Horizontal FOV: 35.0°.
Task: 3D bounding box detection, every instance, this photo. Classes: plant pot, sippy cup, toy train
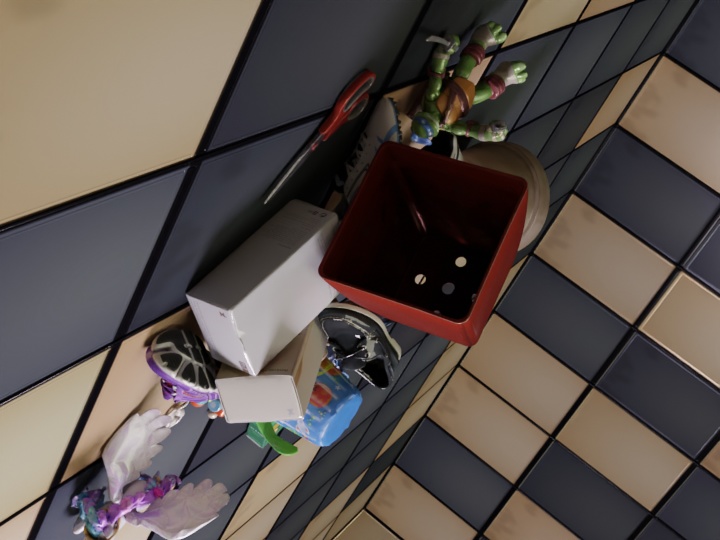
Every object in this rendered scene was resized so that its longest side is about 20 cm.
[{"bbox_3d":[0.193,-0.126,1.927,0.173,0.200,0.200,0,128,-54],"label":"plant pot"},{"bbox_3d":[-0.074,0.177,1.618,0.140,0.130,0.178,-44,158,-28],"label":"sippy cup"},{"bbox_3d":[0.094,-0.013,1.430,0.200,0.200,0.176,-63,156,-18],"label":"plant pot"},{"bbox_3d":[-0.194,0.179,1.633,0.150,0.056,0.200,-57,166,16],"label":"toy train"}]

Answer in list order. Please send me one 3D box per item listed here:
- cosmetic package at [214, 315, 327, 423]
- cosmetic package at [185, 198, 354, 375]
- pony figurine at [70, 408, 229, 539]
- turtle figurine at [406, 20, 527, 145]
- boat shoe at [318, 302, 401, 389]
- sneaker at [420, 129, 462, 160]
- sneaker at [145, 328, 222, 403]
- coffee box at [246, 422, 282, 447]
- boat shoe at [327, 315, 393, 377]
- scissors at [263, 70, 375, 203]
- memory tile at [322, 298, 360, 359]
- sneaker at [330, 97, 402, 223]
[{"bbox_3d":[-0.107,0.103,1.453,0.200,0.105,0.071,-76,158,-56],"label":"cosmetic package"},{"bbox_3d":[-0.106,0.019,1.389,0.200,0.081,0.113,-42,135,-32],"label":"cosmetic package"},{"bbox_3d":[-0.289,0.295,1.464,0.193,0.167,0.200,-40,179,-18],"label":"pony figurine"},{"bbox_3d":[0.162,-0.254,1.539,0.194,0.144,0.200,-48,170,-33],"label":"turtle figurine"},{"bbox_3d":[-0.003,0.104,1.499,0.199,0.074,0.066,52,40,-58],"label":"boat shoe"},{"bbox_3d":[0.074,-0.129,1.660,0.200,0.076,0.088,-49,150,-28],"label":"sneaker"},{"bbox_3d":[-0.217,0.134,1.406,0.083,0.081,0.200,-25,157,6],"label":"sneaker"},{"bbox_3d":[-0.131,0.209,1.945,0.123,0.044,0.200,-45,165,-33],"label":"coffee box"},{"bbox_3d":[-0.031,0.126,1.744,0.200,0.069,0.084,-48,174,20],"label":"boat shoe"},{"bbox_3d":[-0.049,-0.161,1.348,0.200,0.014,0.073,-46,168,-22],"label":"scissors"},{"bbox_3d":[-0.096,0.088,1.563,0.200,0.153,0.017,-43,131,-41],"label":"memory tile"},{"bbox_3d":[0.005,-0.134,1.494,0.072,0.072,0.200,5,122,-21],"label":"sneaker"}]
